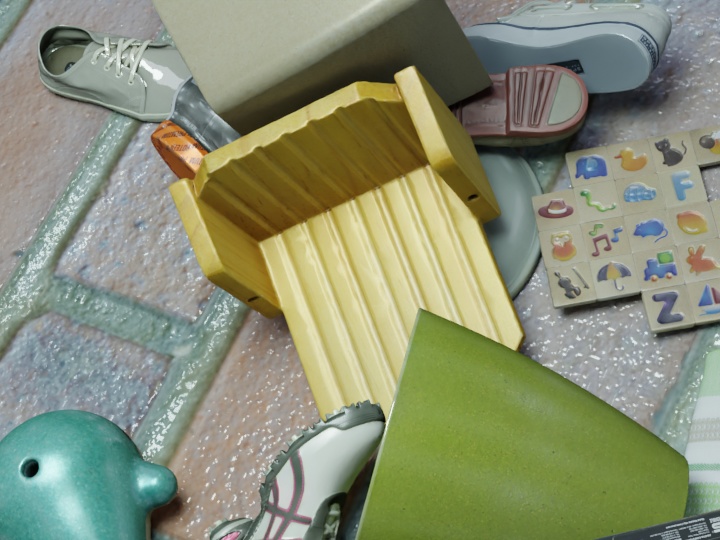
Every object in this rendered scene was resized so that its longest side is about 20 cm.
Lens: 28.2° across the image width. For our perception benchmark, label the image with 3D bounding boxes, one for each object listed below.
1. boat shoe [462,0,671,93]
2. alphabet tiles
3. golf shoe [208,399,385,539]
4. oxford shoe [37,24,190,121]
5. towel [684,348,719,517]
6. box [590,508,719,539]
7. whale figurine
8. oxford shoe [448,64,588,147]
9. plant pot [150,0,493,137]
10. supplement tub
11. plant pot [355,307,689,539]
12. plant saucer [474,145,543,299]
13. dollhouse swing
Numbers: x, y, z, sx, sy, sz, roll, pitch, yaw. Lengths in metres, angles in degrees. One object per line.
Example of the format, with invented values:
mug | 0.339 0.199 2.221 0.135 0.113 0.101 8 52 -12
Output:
boat shoe | 0.161 -0.190 1.159 0.201 0.075 0.086 0 40 44
alphabet tiles | 0.235 -0.032 1.089 0.198 0.008 0.169 -11 59 5
golf shoe | -0.040 0.180 1.015 0.200 0.077 0.088 -49 65 11
oxford shoe | -0.210 -0.181 1.288 0.198 0.058 0.076 11 63 20
towel | 0.268 0.133 0.944 0.148 0.031 0.202 -11 51 45
box | 0.162 0.233 0.824 0.198 0.050 0.159 -10 62 -17
whale figurine | -0.206 0.191 1.049 0.158 0.104 0.201 -32 58 -3
oxford shoe | 0.080 -0.123 1.134 0.198 0.075 0.071 7 78 12
plant pot | -0.043 -0.195 1.045 0.176 0.200 0.201 -33 70 8
supplement tub | -0.071 -0.143 1.185 0.200 0.123 0.122 -44 59 -11
plant pot | 0.109 0.142 0.954 0.198 0.188 0.189 16 65 3
plant saucer | 0.046 -0.043 1.137 0.198 0.050 0.202 -8 59 13
dollhouse swing | 0.000 0.000 1.024 0.198 0.182 0.177 -23 65 15
